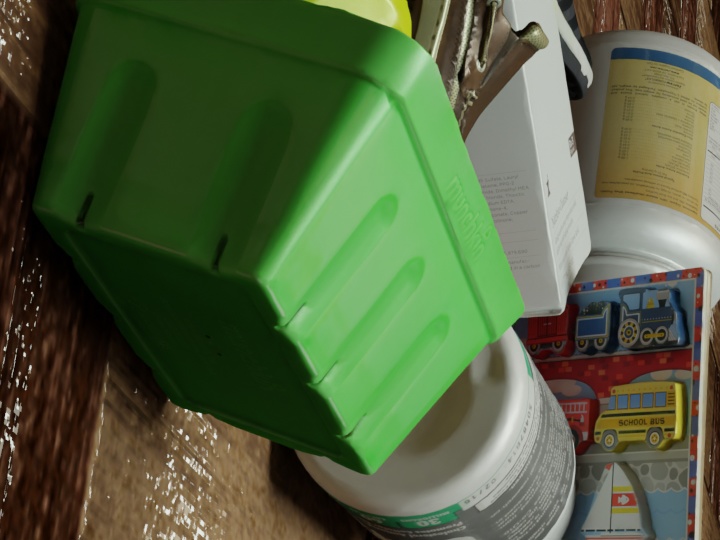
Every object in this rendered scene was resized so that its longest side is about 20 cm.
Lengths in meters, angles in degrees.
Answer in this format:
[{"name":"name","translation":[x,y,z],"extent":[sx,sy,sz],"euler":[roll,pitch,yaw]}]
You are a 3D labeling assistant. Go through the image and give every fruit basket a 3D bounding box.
[{"name":"fruit basket","translation":[-0.020,-0.057,0.809],"extent":[0.216,0.155,0.216],"euler":[-47,147,-45]}]

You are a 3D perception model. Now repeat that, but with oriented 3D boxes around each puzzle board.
[{"name":"puzzle board","translation":[0.101,0.082,1.175],"extent":[0.017,0.200,0.151],"euler":[15,74,-40]}]

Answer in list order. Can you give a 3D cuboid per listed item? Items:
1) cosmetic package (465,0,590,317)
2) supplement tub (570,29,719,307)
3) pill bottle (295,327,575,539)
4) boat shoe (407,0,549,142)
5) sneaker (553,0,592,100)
[{"name":"cosmetic package","translation":[0.063,-0.085,1.164],"extent":[0.113,0.081,0.201],"euler":[-56,139,-67]},{"name":"supplement tub","translation":[0.180,-0.046,1.505],"extent":[0.145,0.144,0.200],"euler":[67,28,-56]},{"name":"pill bottle","translation":[0.042,0.083,1.065],"extent":[0.200,0.113,0.113],"euler":[52,41,-65]},{"name":"boat shoe","translation":[0.053,-0.109,1.062],"extent":[0.075,0.075,0.203],"euler":[-87,-178,-71]},{"name":"sneaker","translation":[0.107,-0.171,1.343],"extent":[0.200,0.072,0.083],"euler":[55,51,-65]}]
